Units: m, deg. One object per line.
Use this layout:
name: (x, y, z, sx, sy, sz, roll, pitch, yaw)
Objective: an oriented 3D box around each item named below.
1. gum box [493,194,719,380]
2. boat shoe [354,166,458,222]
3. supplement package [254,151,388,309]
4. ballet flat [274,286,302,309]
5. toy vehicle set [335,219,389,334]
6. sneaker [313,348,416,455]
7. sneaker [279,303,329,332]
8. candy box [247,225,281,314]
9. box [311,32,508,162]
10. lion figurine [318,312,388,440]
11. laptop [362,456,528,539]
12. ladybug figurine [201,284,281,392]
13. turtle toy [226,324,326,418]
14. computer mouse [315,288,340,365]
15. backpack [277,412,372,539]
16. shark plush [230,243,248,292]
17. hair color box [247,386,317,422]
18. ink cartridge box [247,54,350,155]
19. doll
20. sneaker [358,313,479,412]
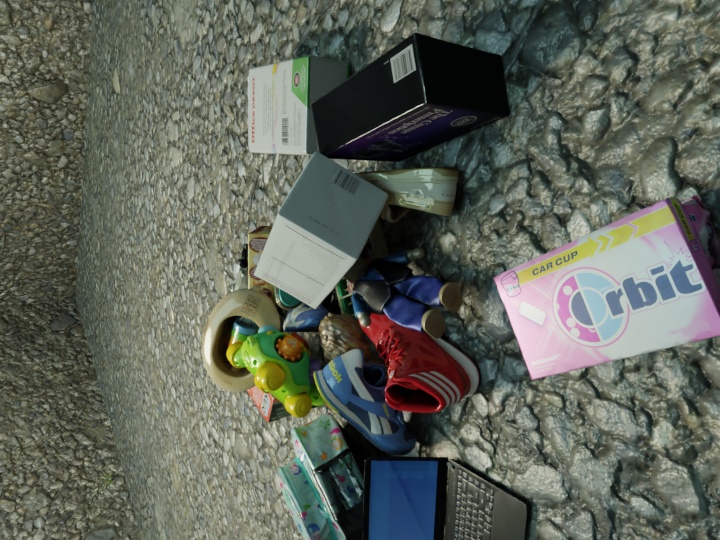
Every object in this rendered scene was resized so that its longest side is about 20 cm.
gum box: (0.236, 0.022, 0.488, 0.200, 0.066, 0.114, -32, 72, 49)
boat shoe: (0.044, -0.101, 0.712, 0.199, 0.073, 0.070, 6, 99, 48)
supplement package: (-0.062, -0.046, 0.720, 0.110, 0.113, 0.200, -64, 8, -28)
ballet flat: (-0.107, -0.026, 0.893, 0.070, 0.070, 0.202, -11, 61, 52)
toy vehicle set: (0.000, 0.000, 0.826, 0.124, 0.026, 0.202, -27, 74, 51)
sneaker: (0.025, 0.187, 0.730, 0.082, 0.200, 0.074, -43, 27, 3)
sneaker: (-0.103, 0.065, 0.911, 0.200, 0.075, 0.089, 169, 106, -65)
candy box: (-0.178, 0.021, 0.994, 0.115, 0.055, 0.202, -91, 3, -79)
box: (0.054, -0.196, 0.633, 0.199, 0.140, 0.080, -10, 90, 53)
lion figurine: (-0.021, 0.166, 0.801, 0.073, 0.121, 0.202, -72, -3, -71)
laptop: (0.103, 0.354, 0.684, 0.199, 0.103, 0.179, 15, 108, 51)
ladybug figurine: (-0.204, 0.116, 0.917, 0.135, 0.072, 0.201, 23, 106, 1)
turtle toy: (-0.115, 0.163, 0.841, 0.145, 0.101, 0.200, 17, 151, 50)
computer mouse: (-0.059, 0.130, 0.918, 0.058, 0.034, 0.202, 17, 108, 51)
backpack: (-0.051, 0.343, 0.841, 0.178, 0.150, 0.201, 88, 158, -50)
shark plush: (-0.265, 0.045, 1.152, 0.083, 0.090, 0.202, -179, 78, -83)
hair color box: (-0.173, 0.193, 1.013, 0.200, 0.110, 0.064, 42, 127, 40)
ink cartridge box: (-0.110, -0.271, 0.881, 0.199, 0.083, 0.146, 17, 109, 50)
doll: (0.047, 0.021, 0.706, 0.199, 0.048, 0.137, 21, 71, 49)
sneaker: (0.050, 0.107, 0.682, 0.199, 0.115, 0.079, 30, 118, 33)
